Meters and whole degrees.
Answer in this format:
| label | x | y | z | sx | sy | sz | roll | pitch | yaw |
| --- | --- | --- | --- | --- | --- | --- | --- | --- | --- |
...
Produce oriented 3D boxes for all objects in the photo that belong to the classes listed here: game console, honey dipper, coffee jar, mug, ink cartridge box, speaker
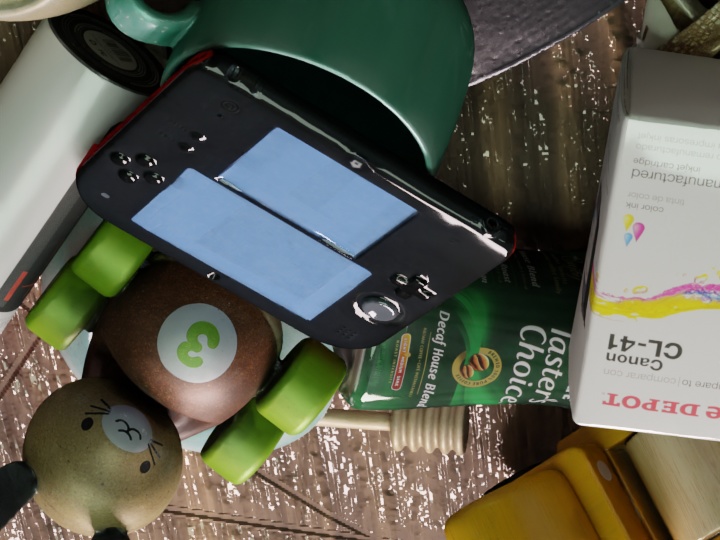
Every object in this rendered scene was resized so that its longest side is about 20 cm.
| label | x | y | z | sx | sy | sz | roll | pitch | yaw |
| --- | --- | --- | --- | --- | --- | --- | --- | --- | --- |
| game console | -0.040 | -0.032 | 1.440 | 0.200 | 0.031 | 0.177 | 30 | 151 | -18 |
| honey dipper | -0.031 | 0.092 | 1.726 | 0.200 | 0.038 | 0.038 | 5 | 131 | 9 |
| coffee jar | 0.088 | 0.033 | 1.597 | 0.200 | 0.085 | 0.104 | 2 | 119 | -14 |
| mug | -0.024 | -0.125 | 1.421 | 0.152 | 0.114 | 0.185 | -1 | 144 | 35 |
| ink cartridge box | 0.200 | -0.009 | 1.477 | 0.148 | 0.086 | 0.200 | 7 | 120 | 1 |
| speaker | -0.194 | -0.048 | 1.523 | 0.081 | 0.081 | 0.200 | 30 | 112 | -17 |

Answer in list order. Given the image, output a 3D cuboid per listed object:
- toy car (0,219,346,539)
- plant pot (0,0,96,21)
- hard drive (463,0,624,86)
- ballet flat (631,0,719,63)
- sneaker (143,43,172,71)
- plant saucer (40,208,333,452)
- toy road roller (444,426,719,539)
| label | x | y | z | sx | sy | sz | roll | pitch | yaw |
| --- | --- | --- | --- | --- | --- | --- | --- | --- | --- |
| toy car | -0.136 | 0.093 | 1.541 | 0.164 | 0.200 | 0.158 | 38 | 144 | -7 |
| plant pot | -0.184 | -0.209 | 1.424 | 0.200 | 0.135 | 0.200 | 3 | 130 | 4 |
| hard drive | 0.089 | -0.183 | 1.469 | 0.200 | 0.042 | 0.135 | -31 | 119 | 29 |
| ballet flat | 0.199 | -0.147 | 1.483 | 0.200 | 0.071 | 0.065 | -40 | 88 | 30 |
| sneaker | -0.127 | -0.094 | 1.568 | 0.200 | 0.076 | 0.092 | -5 | 103 | 22 |
| plant saucer | -0.112 | 0.046 | 1.663 | 0.201 | 0.039 | 0.201 | 12 | 128 | 15 |
| toy road roller | 0.144 | 0.160 | 1.660 | 0.200 | 0.146 | 0.123 | -35 | 74 | 27 |
